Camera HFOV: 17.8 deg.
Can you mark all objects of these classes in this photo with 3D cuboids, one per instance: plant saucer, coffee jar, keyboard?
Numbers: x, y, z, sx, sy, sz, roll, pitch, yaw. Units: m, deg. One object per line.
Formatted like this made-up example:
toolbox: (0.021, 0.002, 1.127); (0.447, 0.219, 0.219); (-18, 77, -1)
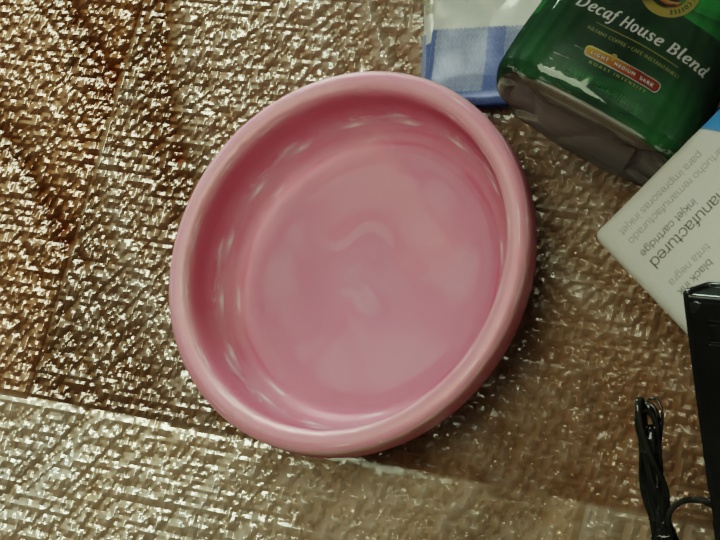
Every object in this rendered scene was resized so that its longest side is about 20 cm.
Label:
plant saucer: (0.000, 0.000, 1.168); (0.200, 0.051, 0.201); (-9, 69, 24)
coffee jar: (0.155, -0.147, 1.107); (0.104, 0.085, 0.200); (29, 79, 8)
keyboard: (0.169, 0.101, 1.005); (0.127, 0.021, 0.201); (6, 111, 44)

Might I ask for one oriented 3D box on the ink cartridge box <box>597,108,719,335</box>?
ink cartridge box: (0.229, 0.010, 1.032); (0.146, 0.084, 0.200); (-45, 60, 6)

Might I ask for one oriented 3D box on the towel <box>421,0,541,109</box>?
towel: (0.103, -0.178, 1.196); (0.146, 0.024, 0.201); (-2, 74, 23)
